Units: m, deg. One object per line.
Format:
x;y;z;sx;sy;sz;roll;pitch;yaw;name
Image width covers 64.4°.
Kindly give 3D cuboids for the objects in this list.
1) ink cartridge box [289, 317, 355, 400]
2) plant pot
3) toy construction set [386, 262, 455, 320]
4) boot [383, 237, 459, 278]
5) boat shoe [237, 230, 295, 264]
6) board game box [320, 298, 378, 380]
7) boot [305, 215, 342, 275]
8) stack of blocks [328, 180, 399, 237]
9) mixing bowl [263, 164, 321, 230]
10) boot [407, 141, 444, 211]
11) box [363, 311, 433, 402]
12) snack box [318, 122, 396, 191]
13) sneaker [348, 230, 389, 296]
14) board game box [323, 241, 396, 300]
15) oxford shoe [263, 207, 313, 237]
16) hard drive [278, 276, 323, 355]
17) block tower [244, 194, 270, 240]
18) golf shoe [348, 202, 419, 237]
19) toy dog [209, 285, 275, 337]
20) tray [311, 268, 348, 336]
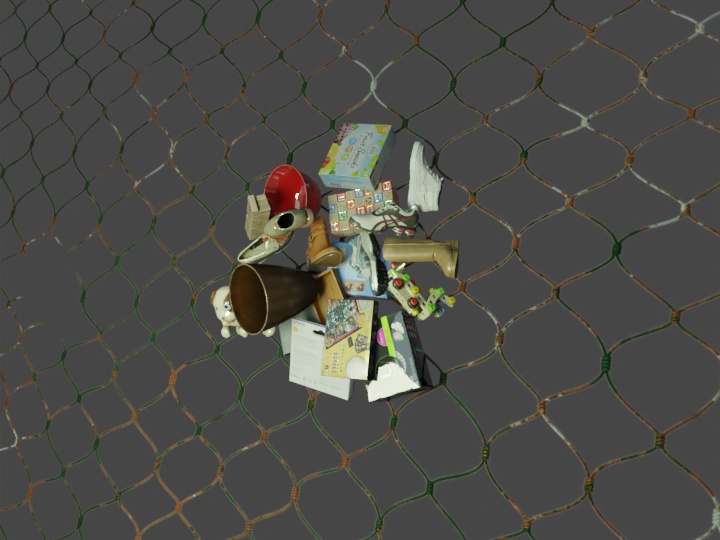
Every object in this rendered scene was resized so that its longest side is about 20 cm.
-0.103;0.236;1.578;0.199;0.041;0.201;13;110;25;ink cartridge box
-0.222;0.061;1.554;0.186;0.199;0.188;13;107;46;plant pot
0.143;0.050;1.508;0.200;0.092;0.131;43;52;19;toy construction set
0.157;-0.034;1.501;0.199;0.175;0.066;2;115;10;boot
-0.289;-0.081;1.761;0.200;0.063;0.071;-35;65;11;boat shoe
-0.027;0.175;1.469;0.135;0.035;0.201;1;80;26;board game box
-0.104;-0.082;1.635;0.076;0.200;0.156;8;72;-17;boot
0.011;-0.175;1.656;0.199;0.059;0.116;-12;74;20;stack of blocks
-0.187;-0.210;1.705;0.200;0.108;0.201;4;96;43;mixing bowl
0.189;-0.261;1.601;0.095;0.074;0.201;3;87;18;boot
0.084;0.228;1.496;0.148;0.124;0.201;-20;72;18;box
-0.006;-0.333;1.664;0.168;0.068;0.201;10;64;26;snack box
0.018;-0.012;1.574;0.086;0.078;0.201;-24;59;21;sneaker
0.000;0.000;1.632;0.199;0.037;0.152;5;80;23;board game box
-0.221;-0.137;1.617;0.199;0.074;0.071;-18;83;43;oxford shoe
-0.177;0.134;1.679;0.139;0.033;0.201;-18;71;19;hard drive
-0.310;-0.158;1.716;0.058;0.200;0.054;-16;73;-18;block tower
0.065;-0.147;1.564;0.077;0.199;0.088;-122;39;-58;golf shoe
-0.344;0.105;1.664;0.139;0.200;0.195;9;82;24;toy dog
-0.079;0.105;1.610;0.098;0.037;0.201;-27;77;19;tray
